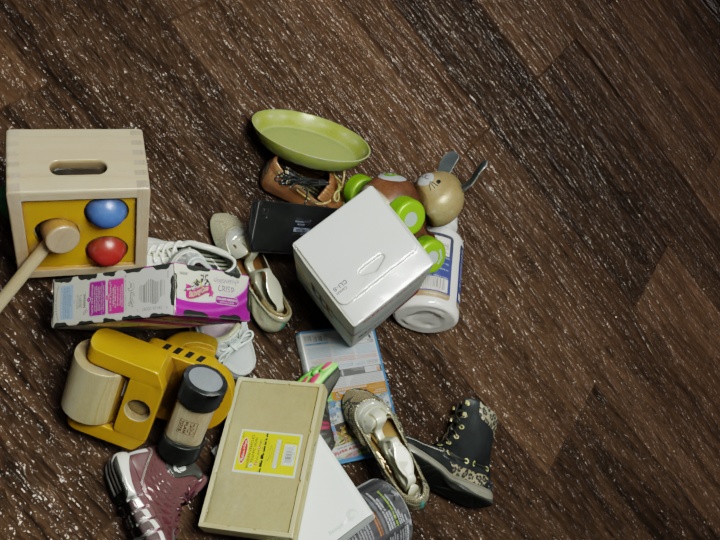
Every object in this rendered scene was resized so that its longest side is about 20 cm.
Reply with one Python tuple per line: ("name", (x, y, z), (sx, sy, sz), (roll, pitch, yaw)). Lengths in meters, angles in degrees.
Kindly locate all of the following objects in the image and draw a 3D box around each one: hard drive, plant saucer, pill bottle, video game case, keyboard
("hard drive", (-0.090, 0.273, 0.993), (0.131, 0.026, 0.200), (-34, 57, -11))
("plant saucer", (-0.082, -0.207, 1.251), (0.197, 0.031, 0.201), (15, 28, -8))
("pill bottle", (0.117, -0.007, 1.303), (0.110, 0.111, 0.202), (23, 58, -25))
("video game case", (-0.017, 0.187, 1.183), (0.142, 0.018, 0.203), (-2, 71, -36))
("pill bottle", (-0.033, 0.366, 1.032), (0.198, 0.106, 0.107), (-17, 79, -39))
("keyboard", (-0.090, -0.088, 1.169), (0.199, 0.020, 0.129), (1, 105, -52))

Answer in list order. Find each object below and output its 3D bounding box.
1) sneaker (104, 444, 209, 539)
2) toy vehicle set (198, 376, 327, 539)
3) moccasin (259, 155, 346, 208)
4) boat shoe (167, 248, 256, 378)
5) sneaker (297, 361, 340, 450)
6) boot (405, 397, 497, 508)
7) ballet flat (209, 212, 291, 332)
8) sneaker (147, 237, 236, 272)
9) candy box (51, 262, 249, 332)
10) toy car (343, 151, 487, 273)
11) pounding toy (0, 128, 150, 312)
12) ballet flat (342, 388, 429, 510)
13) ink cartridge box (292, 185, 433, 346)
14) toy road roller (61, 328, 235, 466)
("sneaker", (-0.225, 0.303, 0.948), (0.115, 0.075, 0.202), (-16, 78, -42))
("toy vehicle set", (-0.121, 0.237, 0.990), (0.122, 0.027, 0.202), (3, 58, 14))
("moccasin", (-0.062, -0.134, 1.256), (0.200, 0.078, 0.074), (27, 54, -23))
("boat shoe", (-0.194, 0.065, 1.045), (0.074, 0.064, 0.204), (-31, 116, -24))
("sneaker", (-0.074, 0.224, 1.095), (0.083, 0.076, 0.202), (34, 65, -25))
("boot", (0.137, 0.268, 1.221), (0.202, 0.073, 0.155), (34, 51, -23))
("ballet flat", (-0.156, -0.006, 1.143), (0.067, 0.062, 0.202), (-26, 85, -39))
("sneaker", (-0.265, -0.018, 1.065), (0.198, 0.071, 0.074), (4, 67, -31))
("candy box", (-0.250, 0.036, 0.926), (0.136, 0.197, 0.062), (13, 72, -60))
("toy car", (0.105, -0.122, 1.220), (0.200, 0.164, 0.159), (-41, 125, -11))
("pounding toy", (-0.362, -0.055, 0.942), (0.197, 0.185, 0.144), (-4, 54, -21))
("ballet flat", (0.040, 0.244, 1.102), (0.067, 0.076, 0.201), (-26, 68, -16))
("ink cartridge box", (0.000, 0.000, 1.122), (0.145, 0.200, 0.145), (-37, 82, -11))
("toy road roller", (-0.256, 0.137, 0.971), (0.198, 0.124, 0.147), (21, 26, -10))
